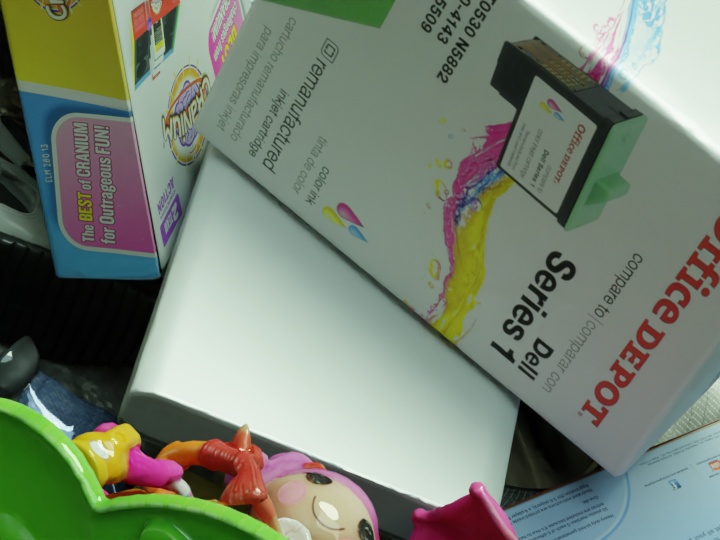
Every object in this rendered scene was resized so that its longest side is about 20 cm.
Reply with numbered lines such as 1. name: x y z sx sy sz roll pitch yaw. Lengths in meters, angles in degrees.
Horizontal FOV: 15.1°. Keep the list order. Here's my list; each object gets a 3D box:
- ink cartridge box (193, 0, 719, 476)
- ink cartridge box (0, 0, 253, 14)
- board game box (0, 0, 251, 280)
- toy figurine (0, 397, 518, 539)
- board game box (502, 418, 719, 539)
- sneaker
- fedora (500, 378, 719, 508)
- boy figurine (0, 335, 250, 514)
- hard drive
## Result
1. ink cartridge box: 0.061 -0.050 0.928 0.200 0.145 0.084 40 45 9
2. ink cartridge box: -0.082 -0.161 1.127 0.200 0.084 0.146 28 52 -7
3. board game box: -0.085 -0.120 0.968 0.040 0.200 0.153 0 31 14
4. toy figurine: -0.024 0.106 0.828 0.200 0.150 0.184 45 26 15
5. board game box: 0.117 0.108 0.954 0.200 0.019 0.103 -19 53 -31
6. sneaker: -0.148 -0.034 1.021 0.200 0.074 0.089 25 54 -9
7. fedora: 0.035 0.040 1.049 0.200 0.090 0.177 36 51 3
8. boy figurine: -0.066 0.109 0.975 0.200 0.064 0.124 39 51 1
9. hard drive: 0.000 0.000 0.975 0.132 0.026 0.200 22 46 -8
